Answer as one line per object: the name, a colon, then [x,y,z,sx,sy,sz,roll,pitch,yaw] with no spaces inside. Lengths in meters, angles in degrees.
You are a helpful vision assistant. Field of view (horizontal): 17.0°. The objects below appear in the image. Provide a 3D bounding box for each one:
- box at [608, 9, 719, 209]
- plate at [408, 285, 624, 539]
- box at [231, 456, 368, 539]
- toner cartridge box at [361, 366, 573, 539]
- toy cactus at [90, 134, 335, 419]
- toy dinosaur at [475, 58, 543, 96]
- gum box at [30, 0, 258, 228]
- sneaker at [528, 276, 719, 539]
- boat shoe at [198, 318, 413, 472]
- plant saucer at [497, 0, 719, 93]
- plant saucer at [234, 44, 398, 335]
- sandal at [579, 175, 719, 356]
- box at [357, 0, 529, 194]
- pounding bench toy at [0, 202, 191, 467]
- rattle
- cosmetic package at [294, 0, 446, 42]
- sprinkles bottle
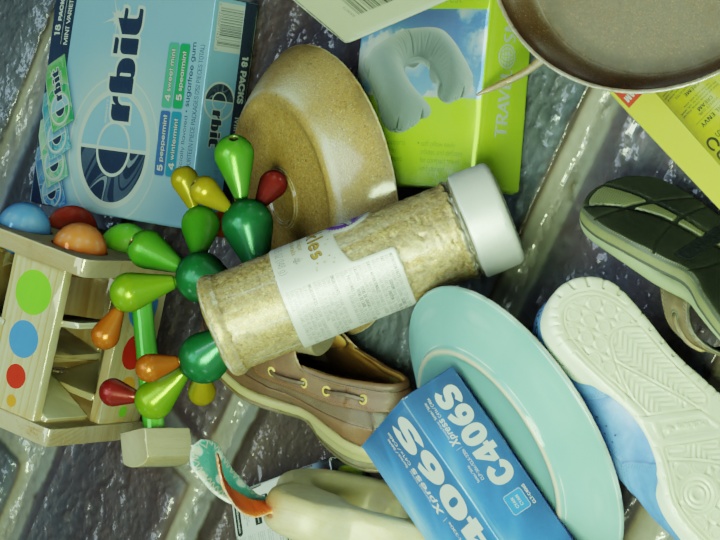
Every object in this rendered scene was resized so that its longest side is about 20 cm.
box: [0.226,-0.066,1.378,0.075,0.050,0.200,-44,53,10]
plate: [0.085,0.103,1.462,0.200,0.026,0.200,43,150,33]
box: [-0.029,0.237,1.639,0.110,0.035,0.201,-23,70,43]
toner cartridge box: [0.083,0.163,1.450,0.200,0.043,0.095,55,156,10]
toy cactus: [-0.086,0.018,1.597,0.165,0.102,0.200,23,86,30]
toy dinosaur: [0.148,-0.195,1.493,0.106,0.060,0.201,9,83,59]
gum box: [-0.166,-0.123,1.814,0.200,0.044,0.171,11,94,47]
sneaker: [0.169,0.100,1.425,0.200,0.077,0.111,50,163,6]
boat shoe: [-0.032,0.063,1.625,0.200,0.072,0.068,30,127,38]
plant saucer: [0.174,-0.193,1.401,0.200,0.032,0.201,-7,72,21]
plant saucer: [-0.040,-0.052,1.633,0.200,0.035,0.201,31,126,54]
sandal: [0.206,0.012,1.400,0.201,0.080,0.057,43,144,42]
box: [0.056,-0.153,1.582,0.122,0.048,0.201,6,91,46]
pounding bench toy: [-0.193,0.044,1.762,0.200,0.124,0.156,19,100,32]
rattle: [-0.034,0.190,1.529,0.130,0.200,0.143,43,116,40]
cosmetic package: [0.015,-0.259,1.561,0.103,0.073,0.201,-18,50,35]
sprinkles bottle: [0.000,0.000,1.505,0.199,0.068,0.068,-22,65,3]
